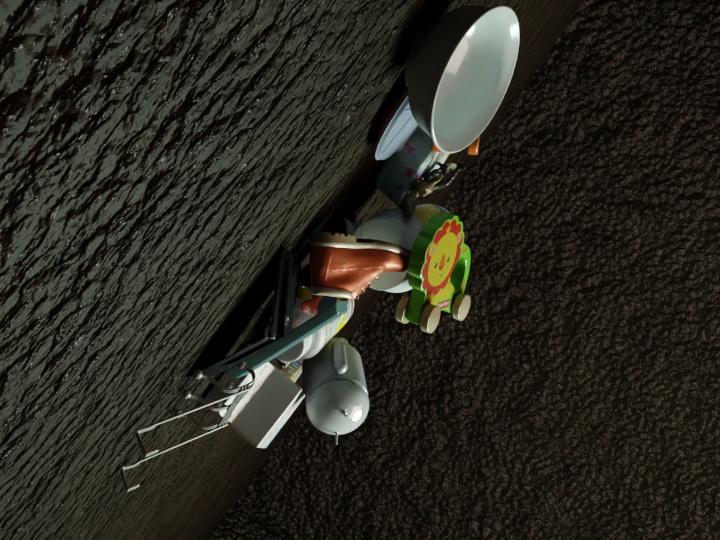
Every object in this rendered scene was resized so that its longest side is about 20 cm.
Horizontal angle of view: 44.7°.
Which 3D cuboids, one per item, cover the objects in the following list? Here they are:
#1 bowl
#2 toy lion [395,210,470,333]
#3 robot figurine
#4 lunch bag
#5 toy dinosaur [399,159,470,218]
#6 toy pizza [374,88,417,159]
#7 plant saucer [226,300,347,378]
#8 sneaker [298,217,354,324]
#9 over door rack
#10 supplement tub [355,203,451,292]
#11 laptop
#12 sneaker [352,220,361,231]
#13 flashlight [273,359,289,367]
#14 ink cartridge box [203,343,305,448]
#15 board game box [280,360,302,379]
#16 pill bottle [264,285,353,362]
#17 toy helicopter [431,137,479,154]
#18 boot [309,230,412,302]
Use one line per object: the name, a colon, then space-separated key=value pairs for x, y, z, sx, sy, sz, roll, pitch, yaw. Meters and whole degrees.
bowl: x=0.121 y=-0.266 z=1.161 sx=0.201 sy=0.090 sz=0.203 roll=-41 pitch=147 yaw=-33
toy lion: x=0.135 y=-0.004 z=1.471 sx=0.199 sy=0.068 sz=0.195 roll=-12 pitch=118 yaw=-58
robot figurine: x=-0.045 y=0.208 z=1.558 sx=0.202 sy=0.111 sz=0.172 roll=-102 pitch=-168 yaw=-50
lunch bag: x=0.115 y=-0.223 z=1.567 sx=0.200 sy=0.077 sz=0.161 roll=-49 pitch=172 yaw=-35
toy dinosaur: x=0.137 y=-0.160 z=1.513 sx=0.199 sy=0.048 sz=0.088 roll=-38 pitch=-178 yaw=-41
toy pizza: x=0.076 y=-0.253 z=1.308 sx=0.201 sy=0.032 sz=0.200 roll=-52 pitch=174 yaw=-8
plant saucer: x=-0.105 y=0.103 z=1.298 sx=0.198 sy=0.019 sz=0.070 roll=-33 pitch=174 yaw=10
sneaker: x=-0.059 y=-0.009 z=1.448 sx=0.076 sy=0.083 sz=0.203 roll=108 pitch=-10 yaw=-51
over door rack: x=-0.251 y=0.209 z=1.237 sx=0.199 sy=0.067 sz=0.148 roll=-32 pitch=165 yaw=-37
supplement tub: x=0.084 y=-0.040 z=1.565 sx=0.199 sy=0.145 sz=0.146 roll=-14 pitch=143 yaw=-57
laptop: x=-0.169 y=0.068 z=1.323 sx=0.187 sy=0.114 sz=0.204 roll=59 pitch=39 yaw=-84
sneaker: x=-0.008 y=-0.036 z=1.605 sx=0.079 sy=0.089 sz=0.200 roll=-55 pitch=173 yaw=21
flashlight: x=-0.106 y=0.106 z=1.769 sx=0.201 sy=0.067 sz=0.068 roll=-52 pitch=-174 yaw=-17
ink cartridge box: x=-0.184 y=0.225 z=1.538 sx=0.129 sy=0.125 sz=0.200 roll=-52 pitch=175 yaw=-9
board game box: x=-0.202 y=0.291 z=2.223 sx=0.135 sy=0.034 sz=0.200 roll=-56 pitch=174 yaw=25
pill bottle: x=-0.092 y=0.084 z=1.535 sx=0.110 sy=0.109 sz=0.200 roll=-56 pitch=173 yaw=28
toy helicopter: x=0.162 y=-0.296 z=1.429 sx=0.202 sy=0.077 sz=0.134 roll=85 pitch=13 yaw=-46
boot: x=0.000 y=0.000 z=1.390 sx=0.075 sy=0.197 sz=0.110 roll=3 pitch=-92 yaw=55
